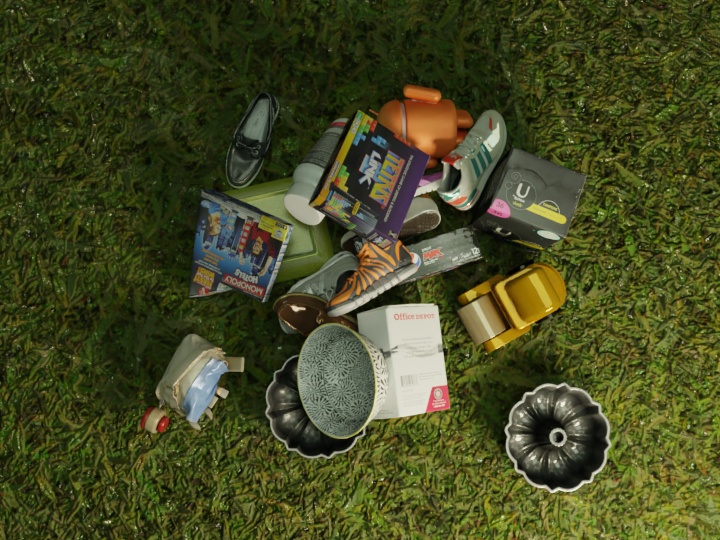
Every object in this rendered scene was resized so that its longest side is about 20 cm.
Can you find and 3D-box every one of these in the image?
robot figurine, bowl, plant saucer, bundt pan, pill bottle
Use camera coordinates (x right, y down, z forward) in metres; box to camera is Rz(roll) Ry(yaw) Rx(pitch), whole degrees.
[{"bbox_3d":[0.115,-0.277,1.699,0.200,0.144,0.117,-2,65,-4],"label":"robot figurine"},{"bbox_3d":[-0.012,0.190,1.549,0.094,0.201,0.201,-1,81,-44],"label":"bowl"},{"bbox_3d":[-0.162,-0.080,1.691,0.200,0.048,0.200,-13,84,-6],"label":"plant saucer"},{"bbox_3d":[-0.078,0.249,1.641,0.201,0.076,0.202,1,82,-4],"label":"bundt pan"},{"bbox_3d":[0.363,0.313,1.655,0.201,0.076,0.202,1,83,-4],"label":"bundt pan"},{"bbox_3d":[-0.058,-0.184,1.651,0.111,0.111,0.200,34,62,1],"label":"pill bottle"}]

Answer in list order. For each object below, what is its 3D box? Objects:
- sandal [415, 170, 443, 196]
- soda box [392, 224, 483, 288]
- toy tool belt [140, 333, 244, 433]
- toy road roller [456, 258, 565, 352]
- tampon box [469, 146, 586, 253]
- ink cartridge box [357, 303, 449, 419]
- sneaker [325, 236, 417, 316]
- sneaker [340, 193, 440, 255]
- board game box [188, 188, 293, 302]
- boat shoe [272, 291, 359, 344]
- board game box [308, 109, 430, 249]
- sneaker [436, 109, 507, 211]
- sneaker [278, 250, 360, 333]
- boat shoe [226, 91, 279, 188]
[{"bbox_3d":[0.104,-0.176,1.702,0.202,0.082,0.050,-18,108,-19],"label":"sandal"},{"bbox_3d":[0.129,-0.024,1.695,0.200,0.063,0.071,-18,84,-6],"label":"soda box"},{"bbox_3d":[-0.306,0.226,1.608,0.123,0.125,0.200,26,83,8],"label":"toy tool belt"},{"bbox_3d":[0.292,0.059,1.654,0.200,0.146,0.123,-28,85,-7],"label":"toy road roller"},{"bbox_3d":[0.310,-0.128,1.651,0.150,0.200,0.126,21,82,0],"label":"tampon box"},{"bbox_3d":[0.081,0.167,1.626,0.145,0.083,0.200,1,80,-45],"label":"ink cartridge box"},{"bbox_3d":[0.000,0.000,1.608,0.200,0.078,0.112,-30,87,-26],"label":"sneaker"},{"bbox_3d":[0.054,-0.092,1.708,0.200,0.073,0.085,-19,43,5],"label":"sneaker"},{"bbox_3d":[-0.234,-0.024,1.631,0.200,0.062,0.200,24,100,21],"label":"board game box"},{"bbox_3d":[-0.069,0.100,1.606,0.200,0.068,0.072,27,114,-31],"label":"boat shoe"},{"bbox_3d":[0.019,-0.164,1.587,0.165,0.057,0.200,29,64,-15],"label":"board game box"},{"bbox_3d":[0.205,-0.214,1.643,0.070,0.093,0.200,29,98,41],"label":"sneaker"},{"bbox_3d":[-0.072,0.044,1.653,0.200,0.082,0.075,-46,124,-8],"label":"sneaker"},{"bbox_3d":[-0.211,-0.258,1.699,0.074,0.066,0.200,25,81,2],"label":"boat shoe"}]
